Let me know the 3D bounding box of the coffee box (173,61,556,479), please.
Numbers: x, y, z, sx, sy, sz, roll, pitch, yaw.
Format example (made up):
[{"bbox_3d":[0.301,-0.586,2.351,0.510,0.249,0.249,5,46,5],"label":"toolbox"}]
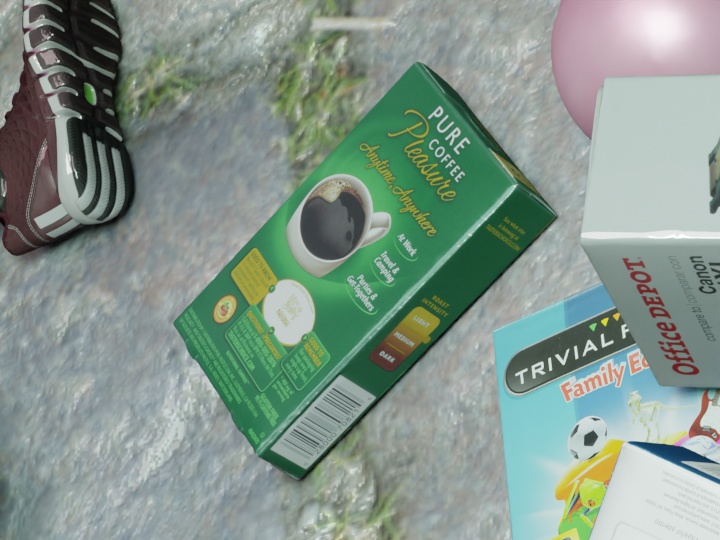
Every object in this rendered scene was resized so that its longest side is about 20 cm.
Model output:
[{"bbox_3d":[0.000,0.000,1.440,0.200,0.044,0.123,-47,44,9],"label":"coffee box"}]

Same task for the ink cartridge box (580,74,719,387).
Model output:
[{"bbox_3d":[0.207,-0.014,1.150,0.199,0.146,0.083,0,63,22],"label":"ink cartridge box"}]

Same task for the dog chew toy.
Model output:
[{"bbox_3d":[0.162,-0.147,1.336,0.124,0.124,0.201,-14,49,35],"label":"dog chew toy"}]

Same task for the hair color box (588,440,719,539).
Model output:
[{"bbox_3d":[0.130,0.183,1.149,0.100,0.060,0.201,24,97,33],"label":"hair color box"}]

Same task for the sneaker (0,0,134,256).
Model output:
[{"bbox_3d":[-0.205,-0.097,1.663,0.115,0.076,0.201,-31,49,28],"label":"sneaker"}]

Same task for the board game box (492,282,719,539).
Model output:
[{"bbox_3d":[0.141,0.093,1.256,0.151,0.047,0.201,-25,51,28],"label":"board game box"}]
